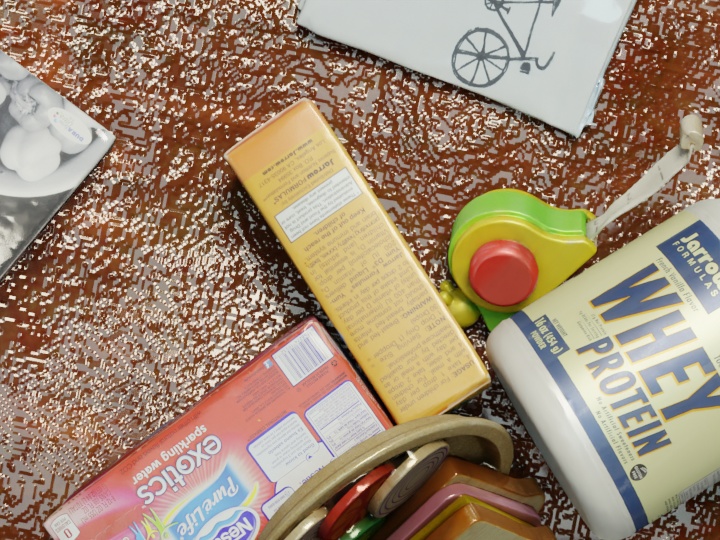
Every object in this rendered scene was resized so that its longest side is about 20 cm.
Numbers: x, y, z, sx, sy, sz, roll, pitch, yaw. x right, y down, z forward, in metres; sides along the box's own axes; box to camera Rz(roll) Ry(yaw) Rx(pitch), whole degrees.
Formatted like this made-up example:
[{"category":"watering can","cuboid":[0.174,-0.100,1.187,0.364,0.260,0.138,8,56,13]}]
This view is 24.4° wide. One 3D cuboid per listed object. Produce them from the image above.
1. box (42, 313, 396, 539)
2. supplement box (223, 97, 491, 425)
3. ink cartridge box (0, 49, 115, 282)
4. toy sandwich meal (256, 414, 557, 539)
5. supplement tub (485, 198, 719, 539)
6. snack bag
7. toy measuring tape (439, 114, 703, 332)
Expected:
[{"category":"box","cuboid":[-0.078,0.124,0.996,0.199,0.095,0.100,-37,91,0]},{"category":"supplement box","cuboid":[0.000,0.000,0.994,0.069,0.067,0.201,-35,82,1]},{"category":"ink cartridge box","cuboid":[-0.280,-0.062,0.975,0.198,0.043,0.201,37,66,-3]},{"category":"toy sandwich meal","cuboid":[0.024,0.164,0.957,0.205,0.205,0.070,-37,60,0]},{"category":"supplement tub","cuboid":[0.189,0.049,0.975,0.199,0.145,0.146,-32,92,0]},{"category":"snack bag","cuboid":[0.083,-0.201,1.007,0.198,0.021,0.190,21,106,-4]},{"category":"toy measuring tape","cuboid":[0.111,-0.036,0.988,0.074,0.074,0.200,45,118,-2]}]
